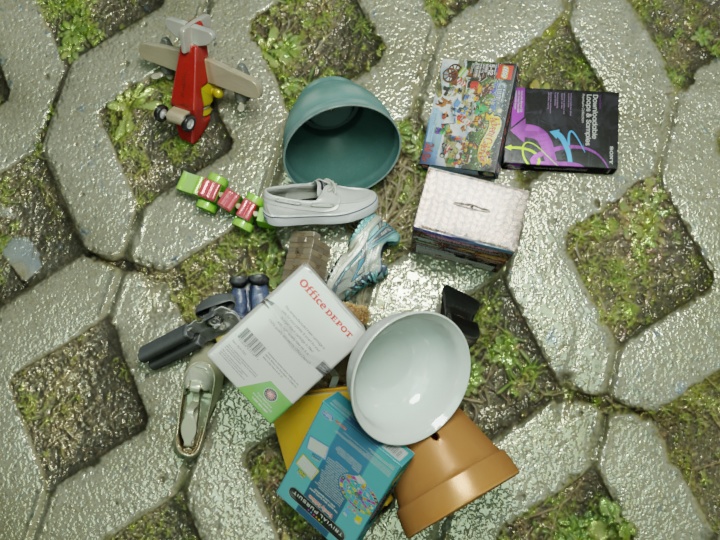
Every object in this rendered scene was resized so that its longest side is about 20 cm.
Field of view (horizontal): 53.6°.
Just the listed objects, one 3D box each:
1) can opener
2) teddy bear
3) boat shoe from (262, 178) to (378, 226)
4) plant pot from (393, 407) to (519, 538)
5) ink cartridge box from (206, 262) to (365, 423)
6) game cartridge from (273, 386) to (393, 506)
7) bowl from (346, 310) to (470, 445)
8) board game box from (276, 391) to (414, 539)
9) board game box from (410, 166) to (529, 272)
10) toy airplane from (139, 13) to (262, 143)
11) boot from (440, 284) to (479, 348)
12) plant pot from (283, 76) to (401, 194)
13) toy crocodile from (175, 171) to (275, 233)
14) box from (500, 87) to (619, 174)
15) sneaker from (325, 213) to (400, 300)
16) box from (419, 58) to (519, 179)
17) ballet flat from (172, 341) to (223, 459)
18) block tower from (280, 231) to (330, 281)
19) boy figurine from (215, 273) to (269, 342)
[{"bbox_3d":[-0.288,0.101,1.209,0.199,0.053,0.067,-26,41,20],"label":"can opener"},{"bbox_3d":[-0.041,0.147,1.183,0.144,0.067,0.201,-14,106,-14],"label":"teddy bear"},{"bbox_3d":[-0.065,-0.120,1.195,0.199,0.066,0.074,-10,41,-14],"label":"boat shoe"},{"bbox_3d":[0.125,0.303,1.109,0.199,0.200,0.140,-30,70,-2],"label":"plant pot"},{"bbox_3d":[-0.108,0.106,1.087,0.200,0.084,0.146,-42,94,1],"label":"ink cartridge box"},{"bbox_3d":[-0.048,0.287,1.137,0.176,0.032,0.201,-10,99,29],"label":"game cartridge"},{"bbox_3d":[0.056,0.144,1.041,0.200,0.090,0.202,-8,108,-26],"label":"bowl"},{"bbox_3d":[-0.027,0.309,1.083,0.151,0.047,0.201,36,117,19],"label":"board game box"},{"bbox_3d":[0.171,-0.076,1.158,0.159,0.200,0.097,15,82,5],"label":"board game box"},{"bbox_3d":[-0.283,-0.352,1.258,0.199,0.141,0.201,-26,94,30],"label":"toy airplane"},{"bbox_3d":[0.128,0.130,1.176,0.069,0.200,0.175,25,115,-4],"label":"boot"},{"bbox_3d":[-0.042,-0.244,1.215,0.199,0.201,0.135,-15,53,1],"label":"plant pot"},{"bbox_3d":[-0.233,-0.123,1.257,0.199,0.062,0.068,27,83,7],"label":"toy crocodile"},{"bbox_3d":[0.353,-0.248,1.260,0.199,0.036,0.144,3,81,3],"label":"box"},{"bbox_3d":[0.000,0.000,1.219,0.086,0.078,0.201,29,84,3],"label":"sneaker"},{"bbox_3d":[0.192,-0.268,1.253,0.136,0.038,0.201,10,82,21],"label":"box"},{"bbox_3d":[-0.275,0.219,1.203,0.069,0.069,0.201,8,81,4],"label":"ballet flat"},{"bbox_3d":[-0.102,0.036,1.211,0.054,0.058,0.201,2,74,34],"label":"block tower"},{"bbox_3d":[-0.192,0.110,1.217,0.124,0.064,0.201,-2,78,-2],"label":"boy figurine"}]
